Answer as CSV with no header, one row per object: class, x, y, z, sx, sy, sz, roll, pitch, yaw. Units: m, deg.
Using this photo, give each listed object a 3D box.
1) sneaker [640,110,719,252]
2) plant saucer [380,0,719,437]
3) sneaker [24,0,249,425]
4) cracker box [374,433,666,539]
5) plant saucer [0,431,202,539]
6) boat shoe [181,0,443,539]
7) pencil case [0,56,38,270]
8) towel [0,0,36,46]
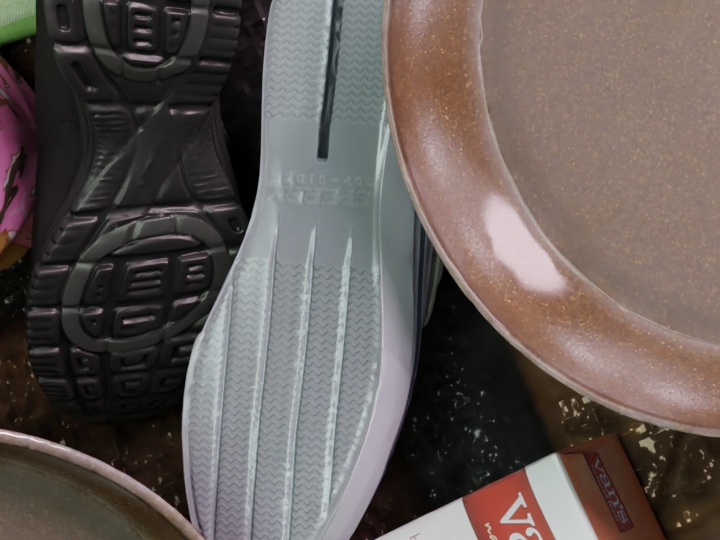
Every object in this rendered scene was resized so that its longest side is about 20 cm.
sneaker,0.133,-0.016,0.848,0.078,0.079,0.200,-44,77,20
plant saucer,0.100,-0.055,0.795,0.200,0.032,0.201,8,105,29
sneaker,-0.072,-0.045,0.948,0.076,0.091,0.200,1,117,-13
cracker box,0.017,0.153,0.923,0.200,0.058,0.134,-29,81,23
plant saucer,-0.127,0.130,0.885,0.200,0.032,0.201,-3,115,-6
boat shoe,0.000,0.000,0.912,0.073,0.067,0.200,15,94,30
pencil case,-0.157,-0.017,0.913,0.086,0.200,0.083,-38,93,20
towel,-0.191,-0.131,1.023,0.200,0.031,0.150,-14,89,23
